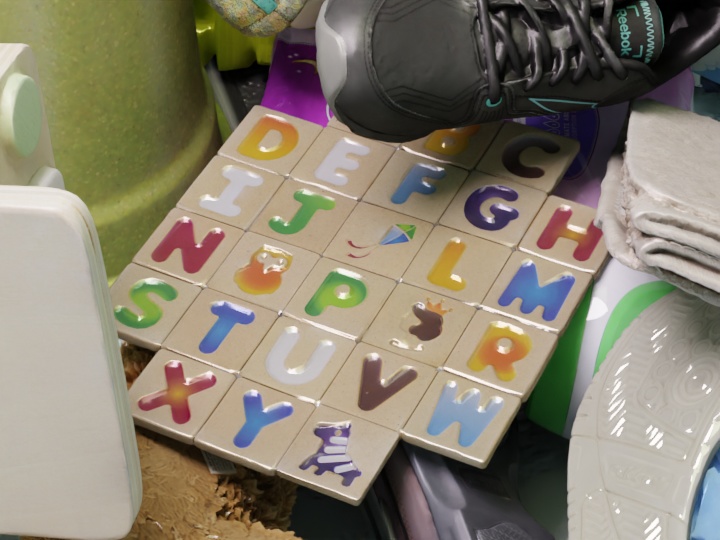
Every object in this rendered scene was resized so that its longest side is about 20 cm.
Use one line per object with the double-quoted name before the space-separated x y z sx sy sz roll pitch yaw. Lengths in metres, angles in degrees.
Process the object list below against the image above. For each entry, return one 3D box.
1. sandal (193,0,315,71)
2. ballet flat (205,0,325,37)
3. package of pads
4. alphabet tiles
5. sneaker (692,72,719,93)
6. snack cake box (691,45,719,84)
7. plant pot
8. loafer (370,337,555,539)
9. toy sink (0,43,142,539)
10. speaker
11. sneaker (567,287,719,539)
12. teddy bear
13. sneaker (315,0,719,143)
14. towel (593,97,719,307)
"sandal" -0.003 -0.127 0.959 0.198 0.080 0.087 21 41 12
"ballet flat" -0.017 -0.142 0.866 0.070 0.071 0.200 18 24 12
"package of pads" 0.049 -0.042 0.873 0.198 0.076 0.121 5 43 -1
"alphabet tiles" 0.000 0.000 0.764 0.165 0.006 0.200 18 49 21
"sneaker" 0.133 -0.119 0.968 0.108 0.071 0.200 -24 44 -35
"snack cake box" 0.139 -0.153 0.835 0.114 0.200 0.068 27 79 13
"plant pot" -0.147 -0.114 0.846 0.198 0.185 0.201 3 44 -3
"loafer" 0.025 0.084 0.749 0.072 0.063 0.201 25 29 -33
"toy sink" -0.162 0.001 0.690 0.198 0.131 0.112 2 33 13
"speaker" 0.168 0.043 0.786 0.198 0.089 0.089 11 43 6
"sneaker" 0.129 0.106 0.702 0.076 0.111 0.201 -21 40 34
"teddy bear" -0.073 0.093 0.734 0.144 0.067 0.201 12 36 -7
"sneaker" 0.066 -0.095 0.777 0.079 0.076 0.199 0 11 45
"towel" 0.153 -0.015 0.738 0.131 0.035 0.200 21 17 3
